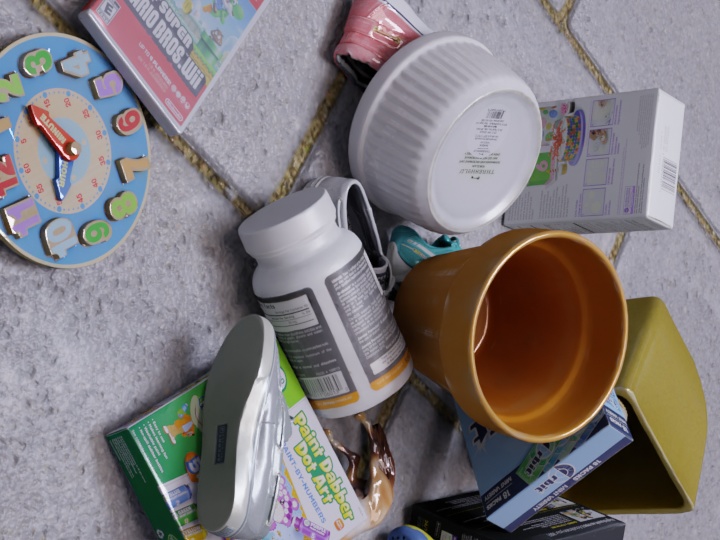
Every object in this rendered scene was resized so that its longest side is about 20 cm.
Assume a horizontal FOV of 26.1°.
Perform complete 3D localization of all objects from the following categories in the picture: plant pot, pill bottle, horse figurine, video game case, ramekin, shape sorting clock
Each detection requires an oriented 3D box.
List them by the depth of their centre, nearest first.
[{"bbox_3d":[-0.254,-0.103,1.330,0.199,0.039,0.203,1,88,-46],"label":"shape sorting clock"},{"bbox_3d":[-0.165,-0.242,1.427,0.143,0.017,0.201,53,47,-31],"label":"video game case"},{"bbox_3d":[-0.035,0.031,1.495,0.116,0.116,0.202,-38,111,-40],"label":"pill bottle"},{"bbox_3d":[0.132,0.054,1.542,0.198,0.182,0.203,-4,98,-33],"label":"plant pot"},{"bbox_3d":[-0.022,0.229,1.555,0.199,0.050,0.134,-34,105,-38],"label":"horse figurine"},{"bbox_3d":[0.094,-0.132,1.591,0.199,0.105,0.202,-24,131,-30],"label":"ramekin"},{"bbox_3d":[0.290,0.140,1.792,0.196,0.193,0.201,56,45,-29],"label":"plant pot"}]

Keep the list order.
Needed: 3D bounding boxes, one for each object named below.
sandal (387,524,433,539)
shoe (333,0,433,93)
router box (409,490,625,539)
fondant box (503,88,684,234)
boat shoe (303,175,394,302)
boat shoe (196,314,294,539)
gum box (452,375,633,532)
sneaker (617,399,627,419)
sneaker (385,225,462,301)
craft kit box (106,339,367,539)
[{"bbox_3d":[0.040,0.364,1.598,0.086,0.079,0.203,8,82,-42],"label":"sandal"},{"bbox_3d":[0.052,-0.207,1.635,0.200,0.071,0.092,38,66,-34],"label":"shoe"},{"bbox_3d":[0.169,0.284,1.675,0.199,0.148,0.052,-2,104,-46],"label":"router box"},{"bbox_3d":[0.262,-0.119,1.752,0.058,0.198,0.146,18,76,-45],"label":"fondant box"},{"bbox_3d":[0.000,0.000,1.570,0.072,0.068,0.203,-23,106,-44],"label":"boat shoe"},{"bbox_3d":[-0.097,0.143,1.397,0.071,0.070,0.203,27,62,-43],"label":"boat shoe"},{"bbox_3d":[0.182,0.143,1.621,0.044,0.170,0.201,32,29,-35],"label":"gum box"},{"bbox_3d":[0.191,0.192,1.668,0.075,0.199,0.090,50,40,-14],"label":"sneaker"},{"bbox_3d":[0.103,0.002,1.678,0.199,0.077,0.081,18,66,-45],"label":"sneaker"},{"bbox_3d":[-0.109,0.193,1.435,0.197,0.048,0.202,-32,96,-45],"label":"craft kit box"}]
